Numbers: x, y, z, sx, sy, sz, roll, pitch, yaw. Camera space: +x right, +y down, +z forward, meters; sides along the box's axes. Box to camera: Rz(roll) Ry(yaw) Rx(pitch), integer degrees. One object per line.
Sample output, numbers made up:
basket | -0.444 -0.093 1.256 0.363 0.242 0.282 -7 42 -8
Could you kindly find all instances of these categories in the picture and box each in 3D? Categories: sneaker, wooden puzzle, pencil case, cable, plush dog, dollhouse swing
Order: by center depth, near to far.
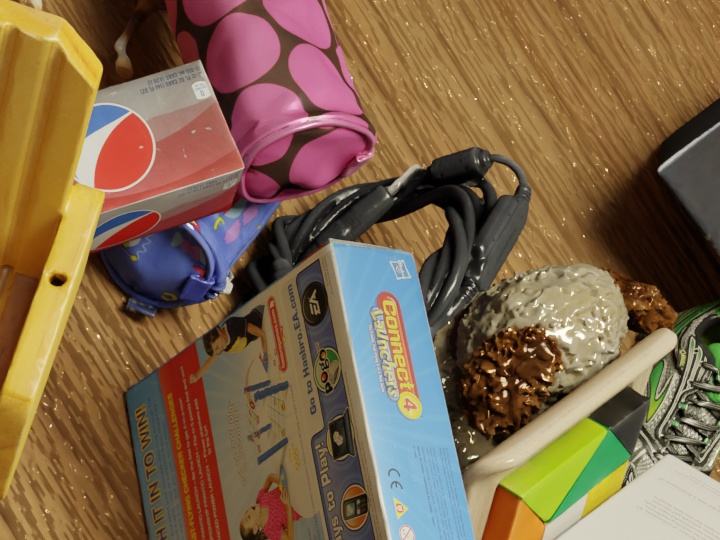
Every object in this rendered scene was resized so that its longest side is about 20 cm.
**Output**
dollhouse swing | -0.229 -0.020 1.145 0.200 0.176 0.182 18 64 -5
wooden puzzle | 0.100 0.141 1.372 0.037 0.200 0.185 35 40 22
pencil case | -0.051 -0.130 1.388 0.094 0.091 0.200 11 48 -37
cable | 0.000 0.000 1.403 0.200 0.163 0.051 -58 135 -41
plush dog | 0.086 0.053 1.426 0.200 0.172 0.161 -34 88 -45
pencil case | -0.074 -0.057 1.427 0.087 0.078 0.200 44 45 -7
sneaker | 0.201 0.088 1.565 0.078 0.085 0.200 38 47 -16

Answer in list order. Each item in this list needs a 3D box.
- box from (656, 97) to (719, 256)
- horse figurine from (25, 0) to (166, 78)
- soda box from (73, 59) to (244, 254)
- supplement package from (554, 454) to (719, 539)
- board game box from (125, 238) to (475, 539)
box | 0.298 -0.031 1.635 0.200 0.117 0.197 53 11 -1
horse figurine | -0.148 -0.183 1.459 0.200 0.050 0.133 30 45 -20
soda box | -0.166 -0.042 1.295 0.200 0.063 0.070 -18 75 -16
supplement package | 0.154 0.211 1.372 0.121 0.120 0.200 31 34 25
board game box | -0.033 0.117 1.273 0.056 0.196 0.200 7 61 -37
